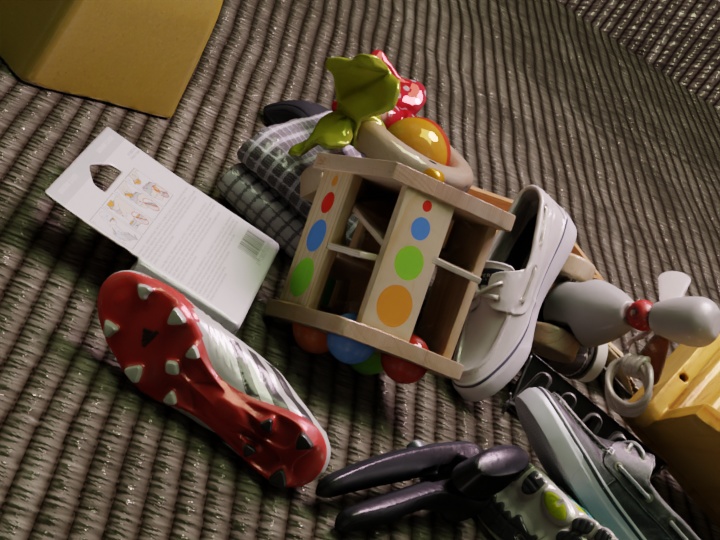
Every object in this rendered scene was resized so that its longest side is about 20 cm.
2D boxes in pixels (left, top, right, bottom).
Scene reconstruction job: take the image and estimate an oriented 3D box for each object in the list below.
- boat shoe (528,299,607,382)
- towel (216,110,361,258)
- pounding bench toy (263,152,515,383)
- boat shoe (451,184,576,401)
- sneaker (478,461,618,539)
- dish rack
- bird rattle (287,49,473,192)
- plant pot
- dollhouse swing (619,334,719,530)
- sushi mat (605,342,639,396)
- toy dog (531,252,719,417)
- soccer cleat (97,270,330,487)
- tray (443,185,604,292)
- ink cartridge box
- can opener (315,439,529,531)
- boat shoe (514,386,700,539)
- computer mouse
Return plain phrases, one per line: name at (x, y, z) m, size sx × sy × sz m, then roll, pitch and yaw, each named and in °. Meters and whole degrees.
boat shoe at (0.164, 0.033, 1.928) m, size 0.060 × 0.072 × 0.201 m, roll 13°, pitch 23°, yaw -34°
towel at (-0.022, -0.063, 1.820) m, size 0.165 × 0.086 × 0.200 m, roll 39°, pitch 19°, yaw 8°
pounding bench toy at (0.000, 0.000, 1.629) m, size 0.124 × 0.157 × 0.200 m, roll 22°, pitch -5°, yaw -32°
boat shoe at (0.124, 0.016, 1.739) m, size 0.072 × 0.201 × 0.066 m, roll 9°, pitch -29°, yaw 46°
sneaker at (0.165, 0.214, 1.500) m, size 0.080 × 0.078 × 0.200 m, roll 30°, pitch 17°, yaw -44°
dish rack at (0.186, 0.138, 1.681) m, size 0.153 × 0.055 × 0.200 m, roll 38°, pitch 3°, yaw 7°
bird rattle at (0.027, -0.112, 1.758) m, size 0.163 × 0.113 × 0.200 m, roll 41°, pitch 9°, yaw 14°
plant pot at (-0.234, -0.288, 1.816) m, size 0.195 × 0.200 × 0.194 m, roll 9°, pitch 32°, yaw -51°
dollhouse swing at (0.358, 0.148, 1.742) m, size 0.200 × 0.176 × 0.182 m, roll 48°, pitch 61°, yaw -2°
sushi mat at (0.207, 0.044, 2.015) m, size 0.200 × 0.012 × 0.096 m, roll 47°, pitch -7°, yaw 30°
toy dog at (0.237, 0.050, 1.775) m, size 0.096 × 0.132 × 0.200 m, roll 27°, pitch 7°, yaw -45°
soccer cleat at (-0.101, 0.074, 1.391) m, size 0.200 × 0.069 × 0.085 m, roll 40°, pitch 10°, yaw 2°
tray at (0.131, -0.030, 1.856) m, size 0.199 × 0.037 × 0.099 m, roll 17°, pitch 30°, yaw -45°
ink cartridge box at (-0.157, -0.023, 1.554) m, size 0.173 × 0.044 × 0.200 m, roll 33°, pitch 19°, yaw -4°
can opener at (0.037, 0.151, 1.446) m, size 0.199 × 0.079 × 0.063 m, roll -3°, pitch 49°, yaw -48°
boat shoe at (0.197, 0.164, 1.551) m, size 0.200 × 0.071 × 0.072 m, roll 54°, pitch -8°, yaw -4°
computer mouse at (-0.002, -0.116, 2.044) m, size 0.200 × 0.046 × 0.140 m, roll 46°, pitch 22°, yaw 29°
